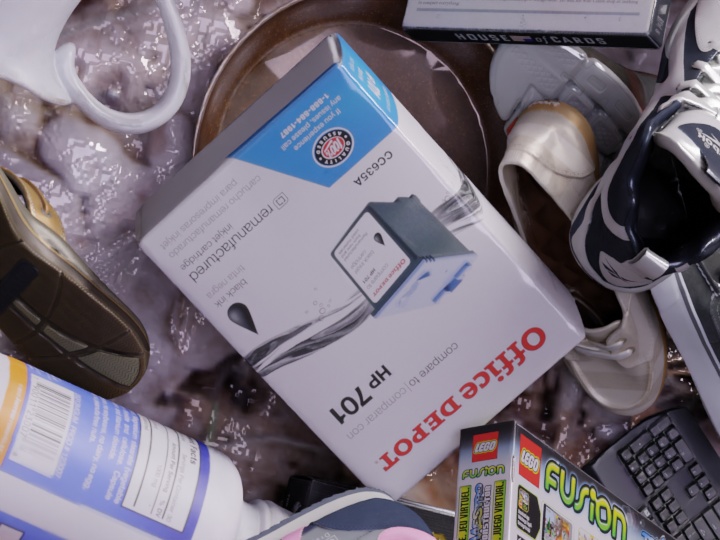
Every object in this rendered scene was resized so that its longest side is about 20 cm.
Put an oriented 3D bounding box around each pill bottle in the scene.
[{"bbox_3d":[-0.132,0.130,1.534,0.199,0.112,0.113,26,82,-18],"label":"pill bottle"}]

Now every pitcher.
[{"bbox_3d":[-0.155,-0.181,1.529,0.171,0.121,0.201,14,95,-17],"label":"pitcher"}]

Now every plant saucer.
[{"bbox_3d":[-0.001,-0.058,1.618,0.199,0.034,0.202,0,91,-18],"label":"plant saucer"}]

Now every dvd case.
[{"bbox_3d":[0.112,-0.218,1.590,0.025,0.150,0.201,37,61,-57],"label":"dvd case"}]

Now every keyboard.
[{"bbox_3d":[0.190,0.189,1.684,0.127,0.021,0.200,-36,99,-15],"label":"keyboard"}]

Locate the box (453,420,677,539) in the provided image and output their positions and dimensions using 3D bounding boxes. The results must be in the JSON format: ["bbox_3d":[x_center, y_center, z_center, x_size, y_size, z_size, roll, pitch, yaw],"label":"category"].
[{"bbox_3d":[0.115,0.168,1.559,0.200,0.035,0.111,37,50,-48],"label":"box"}]

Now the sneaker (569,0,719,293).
[{"bbox_3d":[0.184,-0.075,1.500,0.079,0.130,0.199,37,89,-10],"label":"sneaker"}]

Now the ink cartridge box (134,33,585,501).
[{"bbox_3d":[0.000,0.000,1.540,0.146,0.086,0.200,-41,103,7],"label":"ink cartridge box"}]

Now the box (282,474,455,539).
[{"bbox_3d":[0.016,0.228,1.614,0.158,0.048,0.201,16,85,-16],"label":"box"}]

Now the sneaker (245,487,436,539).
[{"bbox_3d":[-0.045,0.179,1.471,0.200,0.082,0.070,-33,119,-17],"label":"sneaker"}]

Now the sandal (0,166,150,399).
[{"bbox_3d":[-0.185,-0.016,1.544,0.200,0.054,0.080,46,122,-10],"label":"sandal"}]

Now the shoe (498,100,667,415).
[{"bbox_3d":[0.118,0.004,1.613,0.053,0.070,0.201,-57,134,-49],"label":"shoe"}]

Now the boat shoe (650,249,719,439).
[{"bbox_3d":[0.201,0.021,1.633,0.056,0.069,0.200,-21,126,11],"label":"boat shoe"}]

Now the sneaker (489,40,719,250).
[{"bbox_3d":[0.149,-0.081,1.647,0.077,0.082,0.200,-35,120,30],"label":"sneaker"}]
